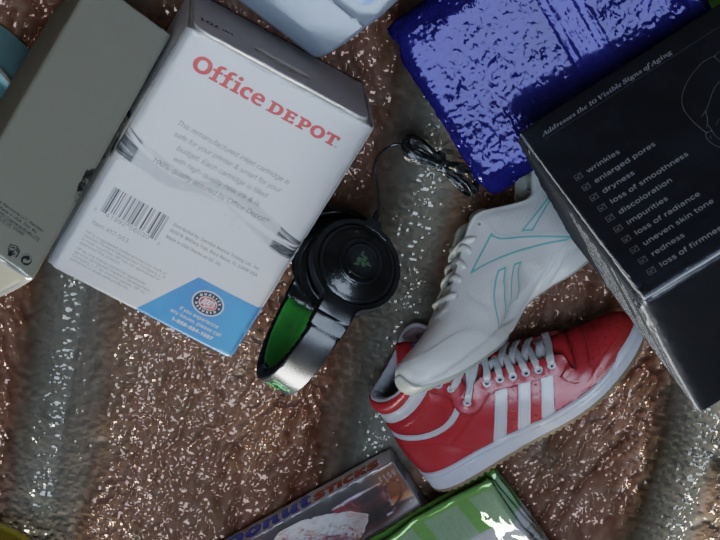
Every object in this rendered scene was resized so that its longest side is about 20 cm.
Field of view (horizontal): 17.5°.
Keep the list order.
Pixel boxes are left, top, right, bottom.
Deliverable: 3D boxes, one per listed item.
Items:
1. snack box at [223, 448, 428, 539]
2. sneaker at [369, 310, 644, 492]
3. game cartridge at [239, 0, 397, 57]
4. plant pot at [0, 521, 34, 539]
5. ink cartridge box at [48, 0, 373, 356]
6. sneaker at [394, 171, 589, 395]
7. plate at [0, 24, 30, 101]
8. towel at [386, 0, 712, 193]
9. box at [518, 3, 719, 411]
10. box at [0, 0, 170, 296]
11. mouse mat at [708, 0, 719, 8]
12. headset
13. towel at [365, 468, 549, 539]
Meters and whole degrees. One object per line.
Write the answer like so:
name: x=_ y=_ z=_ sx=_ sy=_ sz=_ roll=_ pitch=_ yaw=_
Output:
snack box: x=-0.044 y=0.212 z=1.765 sx=0.199 sy=0.024 sz=0.072 roll=-30 pitch=114 yaw=10
sneaker: x=0.099 y=0.068 z=1.682 sx=0.199 sy=0.071 sz=0.113 roll=-35 pitch=114 yaw=15
game cartridge: x=-0.006 y=-0.245 z=1.557 sx=0.133 sy=0.042 sz=0.200 roll=36 pitch=108 yaw=-12
plant pot: x=-0.311 y=0.296 z=1.711 sx=0.198 sy=0.201 sz=0.143 roll=-2 pitch=126 yaw=-1
ink cartridge box: x=-0.103 y=-0.066 z=1.605 sx=0.146 sy=0.086 sz=0.201 roll=28 pitch=109 yaw=-14
sneaker: x=0.084 y=0.007 z=1.627 sx=0.200 sy=0.070 sz=0.080 roll=-44 pitch=100 yaw=-24
plate: x=-0.284 y=-0.085 z=1.557 sx=0.199 sy=0.026 sz=0.202 roll=4 pitch=81 yaw=-25
towel: x=0.136 y=-0.159 z=1.591 sx=0.199 sy=0.050 sz=0.148 roll=-30 pitch=109 yaw=9
box: x=0.240 y=-0.052 z=1.512 sx=0.199 sy=0.197 sz=0.124 roll=-32 pitch=133 yaw=1
box: x=-0.208 y=-0.086 z=1.535 sx=0.068 sy=0.082 sz=0.201 roll=35 pitch=68 yaw=-18
mouse mat: x=0.232 y=-0.128 z=1.635 sx=0.160 sy=0.008 sz=0.201 roll=-16 pitch=115 yaw=5
headset: x=0.000 y=0.000 z=1.624 sx=0.094 sy=0.123 sz=0.201 roll=29 pitch=93 yaw=-13
towel: x=0.092 y=0.254 z=1.773 sx=0.149 sy=0.031 sz=0.200 roll=-32 pitch=119 yaw=11
